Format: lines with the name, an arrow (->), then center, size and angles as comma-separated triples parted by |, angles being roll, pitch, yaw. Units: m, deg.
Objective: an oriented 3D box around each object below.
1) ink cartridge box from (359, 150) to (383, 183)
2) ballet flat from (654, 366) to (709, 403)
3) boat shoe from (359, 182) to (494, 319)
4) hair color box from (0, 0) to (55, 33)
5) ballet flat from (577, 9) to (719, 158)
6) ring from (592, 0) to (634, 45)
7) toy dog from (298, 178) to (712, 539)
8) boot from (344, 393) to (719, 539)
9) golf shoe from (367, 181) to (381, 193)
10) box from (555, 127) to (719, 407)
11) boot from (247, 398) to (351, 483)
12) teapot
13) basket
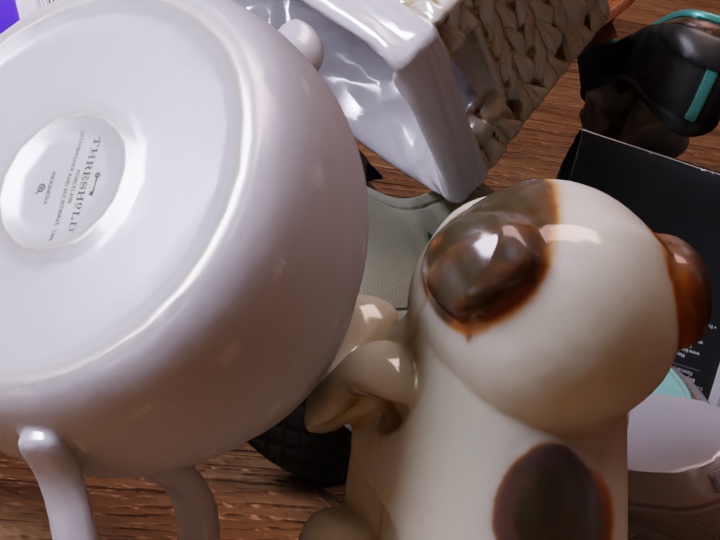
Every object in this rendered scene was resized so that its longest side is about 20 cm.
ink cartridge box -> -0.057, -0.049, 1.364 | 0.095, 0.037, 0.200 | -11, -15, 13
ballet flat -> 0.140, 0.092, 1.306 | 0.073, 0.073, 0.200 | 1, 27, -47
boat shoe -> 0.000, 0.000, 1.358 | 0.068, 0.072, 0.200 | -28, -13, 31
hair color box -> -0.134, -0.098, 1.375 | 0.109, 0.065, 0.200 | -12, -4, -11
ballet flat -> 0.141, -0.087, 1.476 | 0.068, 0.068, 0.200 | 18, -3, -5
ring -> 0.049, -0.095, 1.486 | 0.200, 0.019, 0.200 | -23, 9, 4
toy dog -> 0.048, 0.062, 1.100 | 0.139, 0.200, 0.194 | 11, 15, -18
boot -> 0.077, 0.094, 1.251 | 0.200, 0.096, 0.074 | 15, 41, 37
golf shoe -> 0.001, -0.017, 1.541 | 0.200, 0.095, 0.078 | 6, -13, -42
box -> 0.153, 0.017, 1.456 | 0.148, 0.124, 0.200 | 18, -1, 2
boot -> -0.038, 0.045, 1.371 | 0.132, 0.070, 0.200 | 23, 4, 31
teapot -> -0.072, 0.002, 1.107 | 0.197, 0.200, 0.146 | 51, 5, 40
basket -> 0.001, -0.149, 1.356 | 0.200, 0.123, 0.136 | 36, -14, 28
